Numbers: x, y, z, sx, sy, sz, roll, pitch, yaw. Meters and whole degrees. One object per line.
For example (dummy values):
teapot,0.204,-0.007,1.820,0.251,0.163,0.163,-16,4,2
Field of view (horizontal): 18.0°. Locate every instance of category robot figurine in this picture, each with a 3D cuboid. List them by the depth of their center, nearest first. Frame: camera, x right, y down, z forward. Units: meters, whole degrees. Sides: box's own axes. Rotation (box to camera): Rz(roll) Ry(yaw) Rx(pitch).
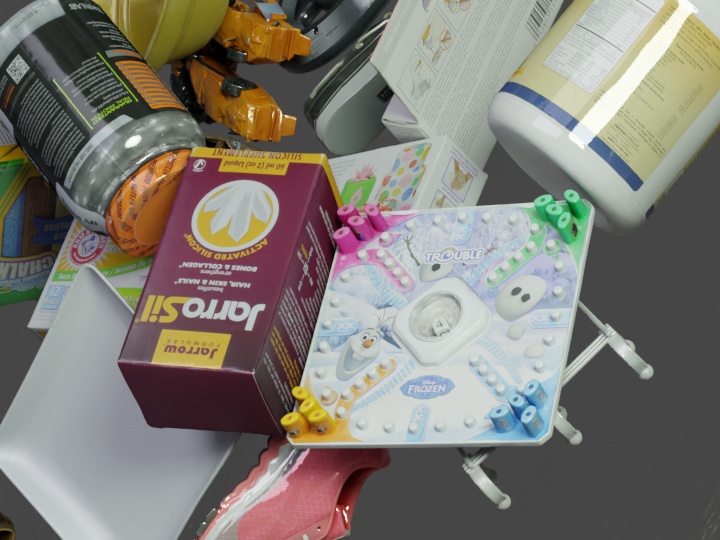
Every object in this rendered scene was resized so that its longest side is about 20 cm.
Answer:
robot figurine,-0.111,-0.184,1.947,0.200,0.058,0.146,40,122,58

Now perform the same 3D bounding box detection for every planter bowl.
planter bowl,-0.162,-0.241,1.904,0.200,0.083,0.202,-25,61,57

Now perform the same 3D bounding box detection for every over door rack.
over door rack,0.117,0.075,1.628,0.148,0.067,0.200,-43,30,3

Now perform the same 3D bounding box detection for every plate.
plate,-0.185,0.129,1.751,0.200,0.032,0.200,43,118,27

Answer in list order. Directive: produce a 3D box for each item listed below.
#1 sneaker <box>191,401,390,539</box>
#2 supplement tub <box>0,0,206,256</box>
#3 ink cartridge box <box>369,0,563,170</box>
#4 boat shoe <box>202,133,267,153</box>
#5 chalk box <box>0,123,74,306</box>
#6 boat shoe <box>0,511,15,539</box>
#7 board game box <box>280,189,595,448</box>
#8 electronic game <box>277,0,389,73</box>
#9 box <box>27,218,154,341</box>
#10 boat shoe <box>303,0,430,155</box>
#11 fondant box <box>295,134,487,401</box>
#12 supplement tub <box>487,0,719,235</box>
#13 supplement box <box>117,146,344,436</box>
sneaker,-0.054,0.184,1.664,0.087,0.074,0.201,37,95,19
supplement tub,-0.203,-0.112,1.782,0.122,0.123,0.200,-42,63,3
ink cartridge box,0.074,-0.195,1.768,0.045,0.176,0.201,10,65,39
boat shoe,-0.102,-0.070,1.882,0.199,0.072,0.073,15,71,43
chalk box,-0.285,-0.055,1.938,0.123,0.201,0.125,-10,42,-27
boat shoe,-0.309,0.219,1.832,0.067,0.072,0.201,-28,52,10
board game box,0.054,0.032,1.598,0.199,0.026,0.201,-3,54,26
electronic game,-0.008,-0.254,1.938,0.200,0.042,0.201,-43,26,27
box,-0.152,0.028,1.827,0.199,0.101,0.113,1,60,37
boat shoe,0.032,-0.184,1.869,0.200,0.071,0.064,-41,45,7
fondant box,0.000,0.000,1.737,0.144,0.058,0.201,-9,50,48
supplement tub,0.204,-0.143,1.657,0.200,0.144,0.144,-50,44,-5
supplement box,-0.090,0.014,1.660,0.110,0.086,0.201,4,55,19
